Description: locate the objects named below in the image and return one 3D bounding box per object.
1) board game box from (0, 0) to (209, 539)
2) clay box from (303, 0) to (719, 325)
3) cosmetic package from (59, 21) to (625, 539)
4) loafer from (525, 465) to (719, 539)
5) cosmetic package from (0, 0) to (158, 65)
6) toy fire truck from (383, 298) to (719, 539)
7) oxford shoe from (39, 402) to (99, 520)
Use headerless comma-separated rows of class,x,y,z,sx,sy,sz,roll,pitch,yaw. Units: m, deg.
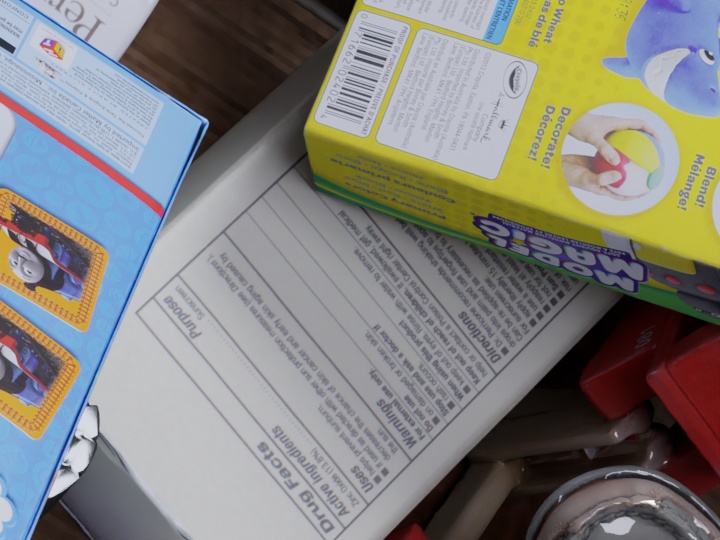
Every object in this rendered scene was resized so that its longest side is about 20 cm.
board game box,-0.125,-0.011,0.655,0.151,0.037,0.200,34,35,-12
clay box,0.099,-0.046,0.742,0.199,0.048,0.115,19,72,9
cosmetic package,0.000,0.000,0.804,0.200,0.071,0.105,-42,100,-23
loafer,0.093,0.147,0.730,0.072,0.063,0.201,-18,100,-1
cosmetic package,-0.066,-0.148,0.792,0.102,0.074,0.200,37,69,-16
toy fire truck,0.070,0.042,0.815,0.049,0.141,0.200,53,27,-13
oxford shoe,-0.148,-0.005,0.738,0.073,0.084,0.200,-23,73,-34
